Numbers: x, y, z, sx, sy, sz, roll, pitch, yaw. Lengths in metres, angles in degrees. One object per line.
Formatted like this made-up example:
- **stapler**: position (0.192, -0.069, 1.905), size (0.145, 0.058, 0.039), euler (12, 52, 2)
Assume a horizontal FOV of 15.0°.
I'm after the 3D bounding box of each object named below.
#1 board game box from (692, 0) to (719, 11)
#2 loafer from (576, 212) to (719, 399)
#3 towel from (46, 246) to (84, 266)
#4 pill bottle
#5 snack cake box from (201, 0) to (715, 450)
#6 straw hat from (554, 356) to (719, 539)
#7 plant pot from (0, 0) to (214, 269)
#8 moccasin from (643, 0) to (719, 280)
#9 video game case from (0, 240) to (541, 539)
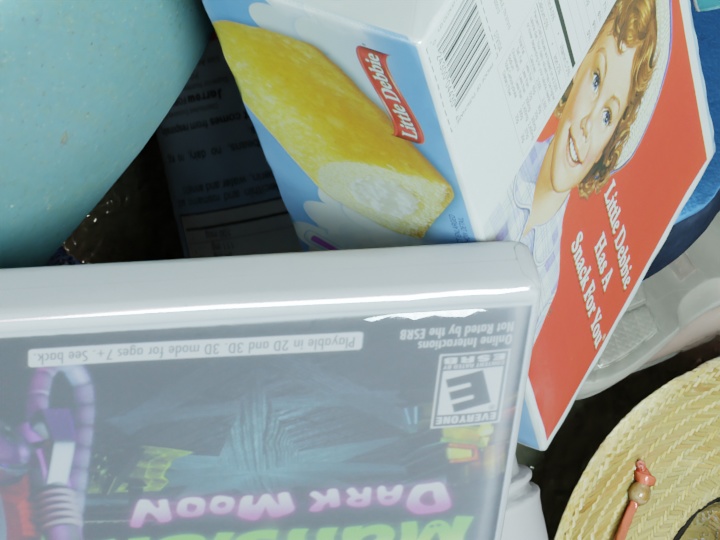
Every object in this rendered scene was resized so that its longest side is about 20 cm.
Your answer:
- **board game box**: position (0.133, -0.188, 0.912), size (0.200, 0.047, 0.152), euler (-51, 128, -62)
- **loafer**: position (0.109, -0.001, 0.990), size (0.199, 0.063, 0.072), euler (-24, 80, -38)
- **towel**: position (-0.128, 0.095, 0.864), size (0.200, 0.048, 0.112), euler (-48, 118, -16)
- **pill bottle**: position (0.000, 0.000, 0.875), size (0.108, 0.109, 0.201), euler (-15, 95, -28)
- **snack cake box**: position (0.033, -0.054, 0.734), size (0.115, 0.067, 0.200), euler (-59, 153, -24)
- **straw hat**: position (0.139, 0.121, 1.000), size (0.200, 0.085, 0.202), euler (3, 82, -23)
- **plant pot**: position (-0.113, -0.104, 0.719), size (0.188, 0.200, 0.200), euler (-43, 120, 15)
- **moccasin**: position (0.098, -0.053, 0.926), size (0.080, 0.068, 0.200), euler (37, 36, 7)
- **video game case**: position (-0.060, 0.071, 0.722), size (0.199, 0.023, 0.182), euler (-4, 132, -11)
